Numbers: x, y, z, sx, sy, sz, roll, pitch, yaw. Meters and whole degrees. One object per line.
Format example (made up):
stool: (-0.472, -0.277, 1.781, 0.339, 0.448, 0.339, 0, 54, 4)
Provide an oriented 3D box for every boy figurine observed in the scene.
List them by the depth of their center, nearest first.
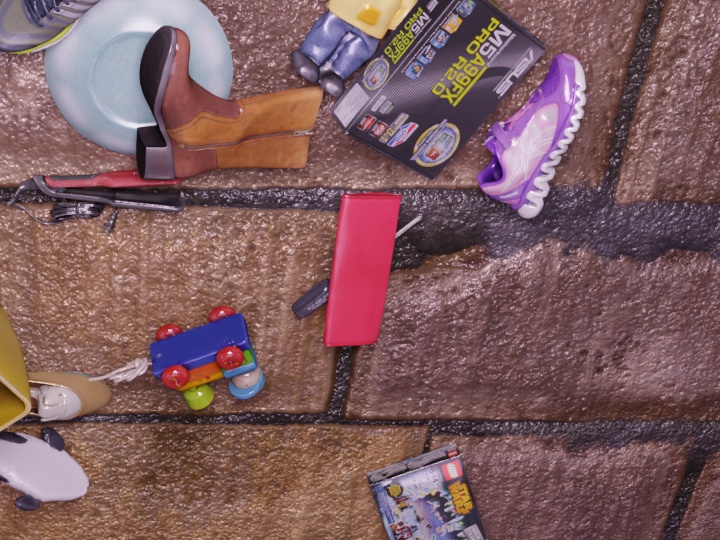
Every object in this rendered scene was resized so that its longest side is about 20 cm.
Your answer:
boy figurine: (0.014, -0.279, 1.098, 0.124, 0.065, 0.200, 32, 113, -23)

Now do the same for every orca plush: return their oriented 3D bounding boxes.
orca plush: (-0.448, 0.253, 1.322, 0.071, 0.106, 0.199, -13, 162, 43)

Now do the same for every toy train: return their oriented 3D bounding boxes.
toy train: (-0.223, 0.132, 1.296, 0.199, 0.085, 0.116, -19, 136, 1)

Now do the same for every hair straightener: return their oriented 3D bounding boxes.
hair straightener: (-0.297, -0.073, 1.173, 0.199, 0.041, 0.077, -4, 121, -9)

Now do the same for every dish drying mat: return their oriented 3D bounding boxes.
dish drying mat: (0.000, 0.000, 1.269, 0.076, 0.018, 0.201, 0, 114, -19)

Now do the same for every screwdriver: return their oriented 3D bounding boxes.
screwdriver: (-0.006, -0.010, 1.285, 0.200, 0.028, 0.029, -42, 91, 7)

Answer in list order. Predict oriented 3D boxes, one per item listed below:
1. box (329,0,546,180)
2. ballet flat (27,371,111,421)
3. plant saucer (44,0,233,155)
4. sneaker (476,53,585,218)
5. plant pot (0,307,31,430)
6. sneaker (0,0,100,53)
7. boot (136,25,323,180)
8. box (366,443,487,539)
box: (0.086, -0.208, 1.134, 0.160, 0.044, 0.200, 23, 116, -46)
ballet flat: (-0.408, 0.159, 1.278, 0.199, 0.063, 0.069, 10, 119, -17)
plant saucer: (-0.234, -0.207, 1.105, 0.200, 0.039, 0.202, -6, 122, -9)
sneaker: (0.193, -0.158, 1.202, 0.088, 0.081, 0.201, 14, 118, -10)
plant pot: (-0.496, 0.088, 1.151, 0.199, 0.177, 0.200, -32, 121, 9)
sneaker: (-0.288, -0.281, 1.015, 0.200, 0.081, 0.074, -33, 97, 6)
boot: (-0.129, -0.175, 1.095, 0.199, 0.069, 0.189, -8, 130, -24)
box: (0.104, 0.360, 1.494, 0.136, 0.040, 0.201, -19, 110, 0)
